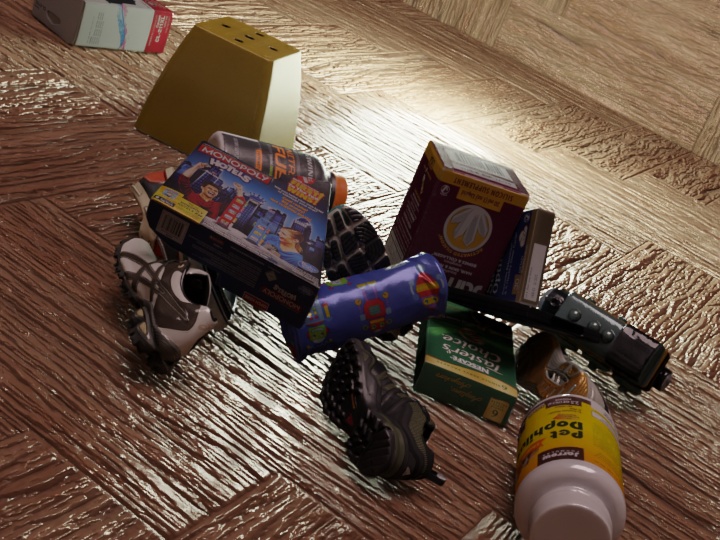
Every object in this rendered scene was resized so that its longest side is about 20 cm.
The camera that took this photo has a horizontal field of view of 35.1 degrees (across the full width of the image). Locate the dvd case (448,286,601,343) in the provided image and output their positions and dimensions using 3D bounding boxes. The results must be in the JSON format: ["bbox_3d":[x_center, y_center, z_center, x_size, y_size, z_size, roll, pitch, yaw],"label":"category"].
[{"bbox_3d":[0.197,0.054,1.414,0.141,0.018,0.199,13,-4,38],"label":"dvd case"}]

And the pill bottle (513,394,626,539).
[{"bbox_3d":[0.208,0.214,1.137,0.108,0.111,0.200,23,22,0],"label":"pill bottle"}]

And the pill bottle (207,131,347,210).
[{"bbox_3d":[-0.117,-0.118,1.563,0.197,0.108,0.107,11,25,-25],"label":"pill bottle"}]

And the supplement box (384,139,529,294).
[{"bbox_3d":[0.118,-0.050,1.510,0.129,0.202,0.104,15,24,-16],"label":"supplement box"}]

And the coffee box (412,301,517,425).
[{"bbox_3d":[0.129,0.104,1.387,0.121,0.044,0.200,22,23,-2],"label":"coffee box"}]

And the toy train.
[{"bbox_3d":[0.323,0.090,1.512,0.199,0.086,0.114,35,-3,27],"label":"toy train"}]

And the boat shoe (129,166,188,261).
[{"bbox_3d":[-0.233,-0.045,1.352,0.062,0.072,0.202,-18,47,-2],"label":"boat shoe"}]

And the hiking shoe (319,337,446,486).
[{"bbox_3d":[0.023,0.150,1.174,0.100,0.076,0.201,27,23,-29],"label":"hiking shoe"}]

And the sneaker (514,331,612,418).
[{"bbox_3d":[0.244,0.145,1.397,0.088,0.075,0.200,47,6,-19],"label":"sneaker"}]

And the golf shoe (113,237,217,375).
[{"bbox_3d":[-0.197,0.022,1.179,0.078,0.094,0.201,59,2,-42],"label":"golf shoe"}]

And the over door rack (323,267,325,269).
[{"bbox_3d":[-0.063,-0.014,1.451,0.198,0.067,0.148,17,22,-44],"label":"over door rack"}]

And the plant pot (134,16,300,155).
[{"bbox_3d":[-0.197,-0.276,1.742,0.198,0.179,0.200,26,23,9],"label":"plant pot"}]

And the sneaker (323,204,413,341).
[{"bbox_3d":[0.000,0.000,1.359,0.077,0.201,0.080,-26,38,0],"label":"sneaker"}]

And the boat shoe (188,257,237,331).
[{"bbox_3d":[-0.145,-0.015,1.295,0.090,0.072,0.201,-19,37,1],"label":"boat shoe"}]

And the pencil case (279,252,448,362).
[{"bbox_3d":[0.002,0.039,1.276,0.197,0.079,0.087,-16,17,-16],"label":"pencil case"}]

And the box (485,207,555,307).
[{"bbox_3d":[0.195,-0.014,1.519,0.032,0.123,0.200,12,-5,-14],"label":"box"}]

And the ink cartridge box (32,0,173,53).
[{"bbox_3d":[-0.456,-0.457,2.017,0.145,0.084,0.198,38,27,31],"label":"ink cartridge box"}]

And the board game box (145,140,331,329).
[{"bbox_3d":[-0.113,-0.055,1.250,0.198,0.062,0.201,28,33,0],"label":"board game box"}]
